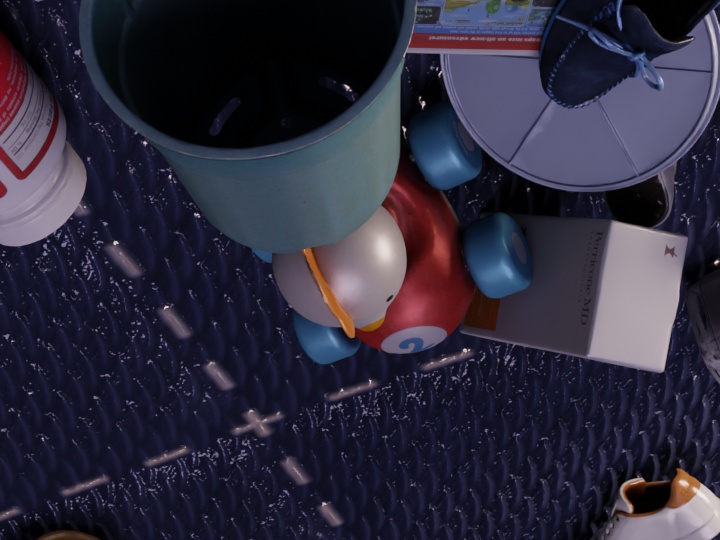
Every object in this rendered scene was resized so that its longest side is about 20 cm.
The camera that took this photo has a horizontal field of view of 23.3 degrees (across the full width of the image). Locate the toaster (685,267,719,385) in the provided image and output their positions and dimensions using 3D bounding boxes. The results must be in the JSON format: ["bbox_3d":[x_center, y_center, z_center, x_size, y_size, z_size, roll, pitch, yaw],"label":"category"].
[{"bbox_3d":[0.364,0.050,1.490,0.129,0.114,0.200,-25,140,20],"label":"toaster"}]

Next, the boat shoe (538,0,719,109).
[{"bbox_3d":[0.181,-0.169,1.115,0.084,0.069,0.200,11,137,-27],"label":"boat shoe"}]

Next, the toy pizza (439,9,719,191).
[{"bbox_3d":[0.153,-0.150,1.217,0.199,0.032,0.202,8,119,15],"label":"toy pizza"}]

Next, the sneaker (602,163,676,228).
[{"bbox_3d":[0.193,-0.135,1.281,0.072,0.085,0.201,-1,123,20],"label":"sneaker"}]

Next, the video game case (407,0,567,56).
[{"bbox_3d":[0.090,-0.218,1.108,0.142,0.018,0.201,0,137,-12],"label":"video game case"}]

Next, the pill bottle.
[{"bbox_3d":[-0.268,-0.107,1.162,0.112,0.113,0.200,-21,139,12],"label":"pill bottle"}]

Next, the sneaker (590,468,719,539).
[{"bbox_3d":[0.265,0.252,1.744,0.085,0.073,0.200,46,126,-11],"label":"sneaker"}]

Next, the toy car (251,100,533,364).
[{"bbox_3d":[0.000,0.000,1.246,0.183,0.200,0.178,-21,104,23],"label":"toy car"}]

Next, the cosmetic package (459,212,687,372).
[{"bbox_3d":[0.156,0.013,1.325,0.071,0.102,0.200,11,178,-24],"label":"cosmetic package"}]

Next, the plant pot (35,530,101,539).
[{"bbox_3d":[-0.291,0.353,1.664,0.185,0.187,0.201,8,123,-21],"label":"plant pot"}]

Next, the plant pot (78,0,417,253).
[{"bbox_3d":[-0.056,-0.117,1.097,0.199,0.202,0.196,-12,157,1],"label":"plant pot"}]
